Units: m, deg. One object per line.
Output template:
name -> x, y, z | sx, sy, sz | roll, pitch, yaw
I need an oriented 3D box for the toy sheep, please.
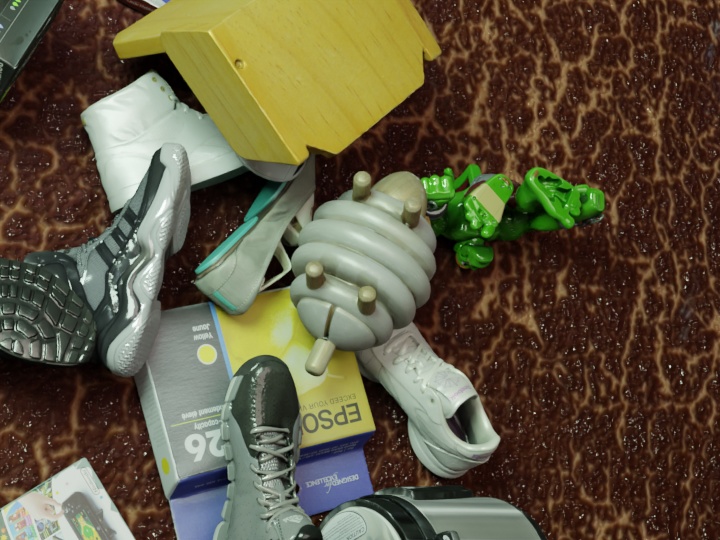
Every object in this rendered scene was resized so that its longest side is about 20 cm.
toy sheep -> 0.000, 0.000, 1.193 | 0.138, 0.138, 0.200 | 37, 70, -13

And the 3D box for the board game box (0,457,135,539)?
board game box -> -0.262, 0.259, 1.058 | 0.200, 0.064, 0.148 | -32, 90, -31

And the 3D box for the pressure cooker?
pressure cooker -> 0.046, 0.269, 1.135 | 0.200, 0.179, 0.176 | 8, 102, -35

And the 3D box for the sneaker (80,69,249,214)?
sneaker -> -0.148, -0.133, 1.238 | 0.200, 0.074, 0.116 | -20, 87, -30

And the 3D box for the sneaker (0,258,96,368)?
sneaker -> -0.306, 0.032, 1.089 | 0.200, 0.088, 0.076 | 20, 61, -10

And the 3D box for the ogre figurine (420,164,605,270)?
ogre figurine -> 0.125, -0.058, 1.331 | 0.200, 0.120, 0.098 | -21, 88, -30

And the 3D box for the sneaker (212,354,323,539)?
sneaker -> -0.062, 0.175, 1.122 | 0.075, 0.115, 0.200 | 0, 99, -32

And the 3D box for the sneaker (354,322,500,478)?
sneaker -> 0.059, 0.092, 1.259 | 0.075, 0.100, 0.200 | -37, 91, -31

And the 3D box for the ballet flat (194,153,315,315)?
ballet flat -> -0.079, -0.033, 1.236 | 0.064, 0.067, 0.200 | 45, 46, -12

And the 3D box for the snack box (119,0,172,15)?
snack box -> -0.129, -0.243, 1.312 | 0.200, 0.024, 0.072 | 26, 63, -18

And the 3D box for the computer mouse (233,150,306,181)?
computer mouse -> -0.057, -0.157, 1.247 | 0.110, 0.044, 0.200 | 28, 44, -12

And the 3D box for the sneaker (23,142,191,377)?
sneaker -> -0.211, -0.019, 1.140 | 0.114, 0.075, 0.200 | 12, 77, 5

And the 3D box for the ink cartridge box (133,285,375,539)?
ink cartridge box -> -0.088, 0.120, 1.206 | 0.197, 0.047, 0.200 | -11, 77, -31

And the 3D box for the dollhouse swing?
dollhouse swing -> -0.081, -0.184, 1.210 | 0.200, 0.176, 0.182 | -43, 104, -36

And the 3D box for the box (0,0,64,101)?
box -> -0.352, -0.230, 1.118 | 0.200, 0.148, 0.124 | 33, 61, -15
